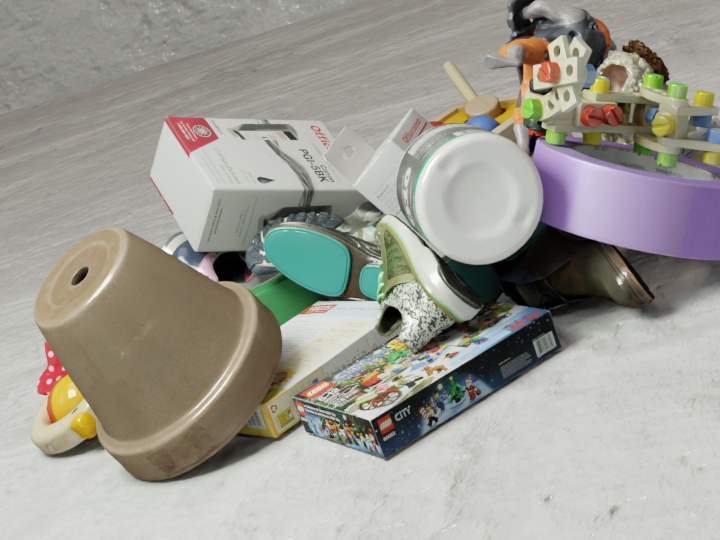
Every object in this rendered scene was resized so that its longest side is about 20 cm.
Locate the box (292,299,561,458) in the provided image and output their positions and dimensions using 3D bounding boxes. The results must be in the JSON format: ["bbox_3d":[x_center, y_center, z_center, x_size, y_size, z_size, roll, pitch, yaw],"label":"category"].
[{"bbox_3d":[0.057,0.088,1.467,0.199,0.038,0.136,-29,19,-26],"label":"box"}]

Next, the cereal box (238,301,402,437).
[{"bbox_3d":[-0.058,0.089,1.599,0.199,0.040,0.143,-33,20,-35],"label":"cereal box"}]

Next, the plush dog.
[{"bbox_3d":[0.287,-0.130,1.700,0.159,0.202,0.172,12,28,-5],"label":"plush dog"}]

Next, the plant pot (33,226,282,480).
[{"bbox_3d":[-0.197,0.060,1.517,0.199,0.175,0.201,-30,34,23],"label":"plant pot"}]

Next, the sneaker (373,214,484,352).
[{"bbox_3d":[0.036,0.014,1.525,0.089,0.077,0.200,-46,23,2],"label":"sneaker"}]

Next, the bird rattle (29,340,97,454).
[{"bbox_3d":[-0.278,0.113,1.700,0.199,0.113,0.164,-10,36,41],"label":"bird rattle"}]

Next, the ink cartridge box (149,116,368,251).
[{"bbox_3d":[-0.107,-0.095,1.830,0.198,0.084,0.147,-2,37,-32],"label":"ink cartridge box"}]

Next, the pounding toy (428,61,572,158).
[{"bbox_3d":[0.134,-0.149,1.930,0.183,0.143,0.200,-4,24,43],"label":"pounding toy"}]

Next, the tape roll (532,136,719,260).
[{"bbox_3d":[0.249,-0.067,1.517,0.198,0.066,0.200,11,13,-3],"label":"tape roll"}]

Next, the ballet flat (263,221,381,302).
[{"bbox_3d":[0.000,0.000,1.684,0.198,0.069,0.068,21,17,15],"label":"ballet flat"}]

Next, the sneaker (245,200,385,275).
[{"bbox_3d":[-0.022,-0.012,1.774,0.198,0.087,0.078,-11,36,-12],"label":"sneaker"}]

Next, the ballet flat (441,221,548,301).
[{"bbox_3d":[0.119,-0.010,1.627,0.200,0.068,0.064,-43,9,-15],"label":"ballet flat"}]

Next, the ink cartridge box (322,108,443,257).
[{"bbox_3d":[0.066,-0.090,1.723,0.068,0.199,0.115,-48,5,25],"label":"ink cartridge box"}]

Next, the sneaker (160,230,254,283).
[{"bbox_3d":[-0.131,-0.018,1.844,0.082,0.071,0.199,30,37,26],"label":"sneaker"}]

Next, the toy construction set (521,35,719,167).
[{"bbox_3d":[0.219,-0.142,1.490,0.198,0.093,0.131,16,8,-33],"label":"toy construction set"}]

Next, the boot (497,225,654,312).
[{"bbox_3d":[0.192,0.015,1.521,0.097,0.075,0.200,-41,20,1],"label":"boot"}]

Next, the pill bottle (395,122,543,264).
[{"bbox_3d":[0.092,-0.074,1.523,0.112,0.114,0.200,-21,10,-2],"label":"pill bottle"}]

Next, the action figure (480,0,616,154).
[{"bbox_3d":[0.194,-0.176,1.649,0.104,0.202,0.193,3,35,39],"label":"action figure"}]

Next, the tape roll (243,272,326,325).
[{"bbox_3d":[-0.125,0.024,1.868,0.198,0.049,0.201,-19,16,6],"label":"tape roll"}]
